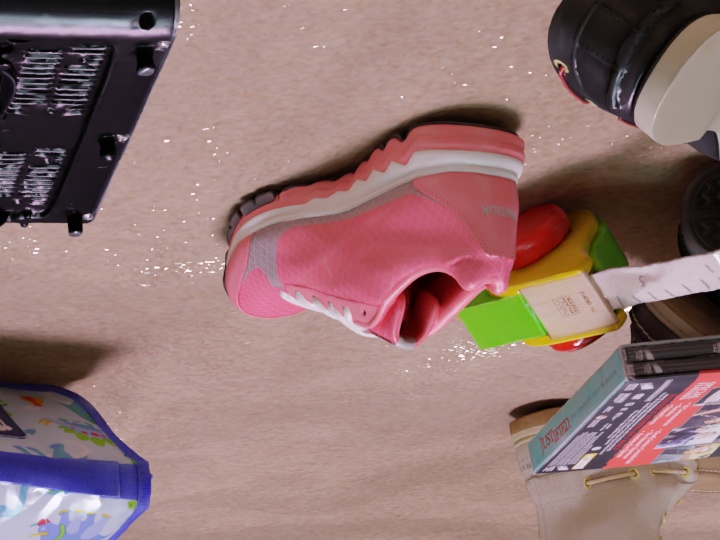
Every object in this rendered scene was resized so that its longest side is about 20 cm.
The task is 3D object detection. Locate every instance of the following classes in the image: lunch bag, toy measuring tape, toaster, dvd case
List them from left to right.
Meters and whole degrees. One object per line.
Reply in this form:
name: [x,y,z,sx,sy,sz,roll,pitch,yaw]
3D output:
toaster: [-0.166,-0.089,0.780,0.199,0.119,0.181,-1,160,-16]
lunch bag: [-0.236,0.123,1.373,0.169,0.128,0.200,8,167,-33]
toy measuring tape: [0.123,-0.004,1.177,0.073,0.074,0.199,12,161,-42]
dvd case: [0.198,0.063,1.228,0.199,0.022,0.146,-4,158,-16]

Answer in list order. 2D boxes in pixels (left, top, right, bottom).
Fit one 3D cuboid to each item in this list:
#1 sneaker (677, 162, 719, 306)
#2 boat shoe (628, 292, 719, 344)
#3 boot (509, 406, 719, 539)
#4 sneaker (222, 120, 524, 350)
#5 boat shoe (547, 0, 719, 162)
sneaker: [0.254,-0.013,1.201,0.198,0.077,0.114,-3,163,3]
boat shoe: [0.173,0.042,1.280,0.065,0.072,0.200,-48,167,10]
boot: [0.183,0.176,1.602,0.199,0.156,0.072,11,155,-40]
sneaker: [0.000,0.000,1.140,0.073,0.087,0.200,10,156,-37]
boat shoe: [0.140,-0.084,0.984,0.074,0.063,0.201,-59,154,14]
